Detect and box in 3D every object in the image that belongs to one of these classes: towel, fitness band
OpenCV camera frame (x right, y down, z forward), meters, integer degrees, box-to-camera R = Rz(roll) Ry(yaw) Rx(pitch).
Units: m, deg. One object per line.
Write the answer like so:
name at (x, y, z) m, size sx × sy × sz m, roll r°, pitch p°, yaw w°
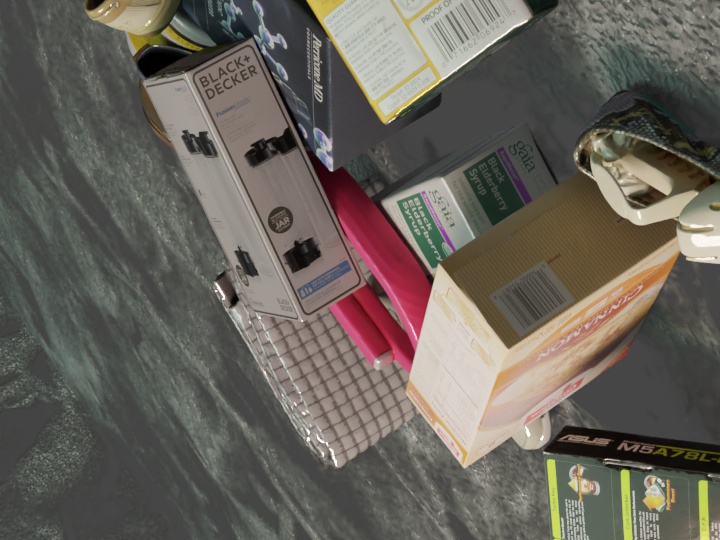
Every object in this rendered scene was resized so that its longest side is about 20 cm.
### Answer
towel at (-0.015, 0.043, 1.462) m, size 0.201 × 0.165 × 0.086 m, roll 59°, pitch 167°, yaw -4°
fitness band at (0.000, 0.000, 1.304) m, size 0.201 × 0.037 × 0.144 m, roll 52°, pitch 162°, yaw 20°

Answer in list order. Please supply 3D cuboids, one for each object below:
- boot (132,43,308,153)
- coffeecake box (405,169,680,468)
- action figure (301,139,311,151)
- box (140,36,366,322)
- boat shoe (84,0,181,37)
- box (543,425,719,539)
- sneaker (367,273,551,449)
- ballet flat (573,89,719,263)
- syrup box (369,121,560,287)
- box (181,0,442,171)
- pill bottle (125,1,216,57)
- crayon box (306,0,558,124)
boot at (-0.106, -0.109, 1.386) m, size 0.199 × 0.075 × 0.097 m, roll 32°, pitch 166°, yaw 19°
coffeecake box at (0.118, 0.027, 1.119) m, size 0.073 × 0.153 × 0.201 m, roll 51°, pitch 160°, yaw 18°
action figure at (-0.061, -0.114, 1.482) m, size 0.130 × 0.069 × 0.201 m, roll 51°, pitch 157°, yaw 34°
box at (-0.080, -0.067, 1.273) m, size 0.202 × 0.060 × 0.116 m, roll 64°, pitch 161°, yaw -12°
boat shoe at (-0.153, -0.279, 1.296) m, size 0.073 × 0.203 × 0.063 m, roll 27°, pitch -171°, yaw 35°
box at (0.218, 0.209, 1.109) m, size 0.191 × 0.047 × 0.202 m, roll 5°, pitch 112°, yaw 32°
sneaker at (0.079, 0.068, 1.393) m, size 0.201 × 0.081 × 0.075 m, roll 54°, pitch 159°, yaw 7°
ballet flat at (0.191, -0.038, 0.968) m, size 0.200 × 0.072 × 0.073 m, roll 37°, pitch 152°, yaw 46°
syrup box at (0.071, -0.040, 1.245) m, size 0.079 × 0.081 × 0.200 m, roll 60°, pitch 162°, yaw -5°
box at (-0.038, -0.201, 1.228) m, size 0.200 × 0.107 × 0.149 m, roll 48°, pitch 158°, yaw 26°
pill bottle at (-0.139, -0.221, 1.440) m, size 0.112 × 0.111 × 0.200 m, roll 59°, pitch 160°, yaw -3°
crayon box at (0.016, -0.211, 1.065) m, size 0.125 × 0.051 × 0.201 m, roll -33°, pitch 89°, yaw 31°
